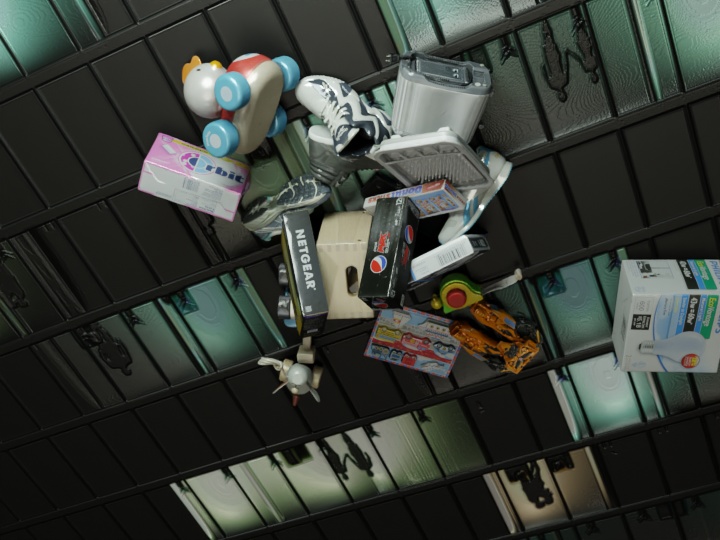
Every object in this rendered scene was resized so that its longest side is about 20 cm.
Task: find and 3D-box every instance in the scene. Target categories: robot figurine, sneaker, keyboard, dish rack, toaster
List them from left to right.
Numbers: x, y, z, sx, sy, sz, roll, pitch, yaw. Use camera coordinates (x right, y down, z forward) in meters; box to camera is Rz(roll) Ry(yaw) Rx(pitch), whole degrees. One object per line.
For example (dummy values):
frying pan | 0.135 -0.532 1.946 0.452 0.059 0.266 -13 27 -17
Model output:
sneaker | -0.134 -0.119 1.766 0.197 0.079 0.087 -20 133 25
sneaker | -0.038 -0.268 1.605 0.197 0.130 0.080 35 121 -7
sneaker | -0.008 -0.202 1.697 0.196 0.071 0.101 14 126 1
keyboard | 0.104 -0.135 1.761 0.198 0.040 0.104 30 144 -17
toaster | 0.131 -0.301 1.593 0.196 0.115 0.131 9 127 -5
dish rack | 0.133 -0.196 1.602 0.169 0.044 0.199 -5 158 30
sneaker | 0.202 -0.140 1.709 0.080 0.077 0.202 34 101 -1
robot figurine | 0.292 0.146 1.909 0.198 0.059 0.146 31 114 -17

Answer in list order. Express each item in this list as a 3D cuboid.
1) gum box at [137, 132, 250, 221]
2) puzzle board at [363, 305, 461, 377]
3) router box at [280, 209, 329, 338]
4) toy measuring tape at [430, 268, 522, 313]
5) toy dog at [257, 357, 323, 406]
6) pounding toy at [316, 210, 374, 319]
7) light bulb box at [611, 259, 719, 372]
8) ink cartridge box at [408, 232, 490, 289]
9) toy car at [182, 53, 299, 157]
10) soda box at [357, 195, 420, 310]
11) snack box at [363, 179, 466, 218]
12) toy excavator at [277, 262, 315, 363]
gum box | -0.306 -0.175 1.703 0.196 0.114 0.067 19 124 -9
puzzle board | 0.121 0.153 1.954 0.196 0.018 0.153 15 123 -7
router box | -0.108 0.010 1.710 0.051 0.204 0.158 -9 162 -10
toy measuring tape | 0.227 0.026 1.832 0.197 0.074 0.074 -25 119 19
toy dog | -0.140 0.248 1.937 0.129 0.200 0.098 10 87 21
pounding toy | 0.000 0.000 1.776 0.139 0.185 0.204 -2 116 6
light bulb box | 0.623 0.092 1.815 0.195 0.126 0.202 0 124 5
ink cartridge box | 0.150 -0.013 1.741 0.196 0.199 0.044 -27 84 20
toy car | -0.244 -0.324 1.596 0.198 0.184 0.179 33 125 16
soda box | 0.054 -0.032 1.650 0.070 0.204 0.063 -2 154 31
snack box | 0.100 -0.126 1.702 0.197 0.025 0.072 -10 144 42
toy excavator | -0.113 0.090 1.884 0.098 0.200 0.199 1 81 3
